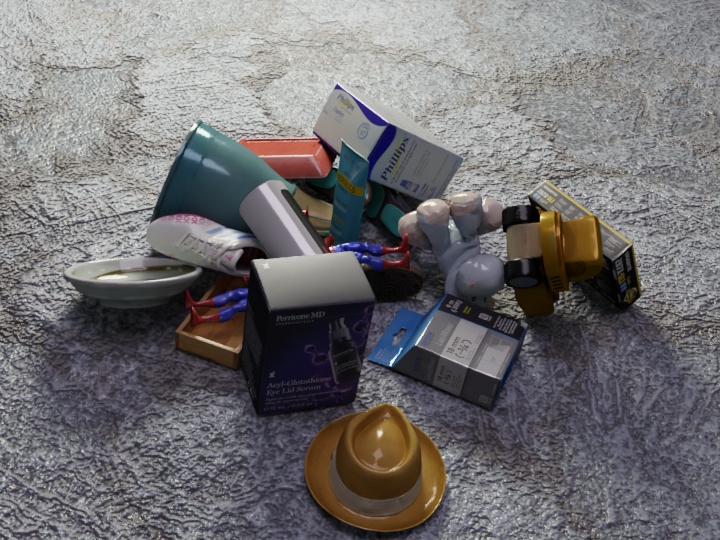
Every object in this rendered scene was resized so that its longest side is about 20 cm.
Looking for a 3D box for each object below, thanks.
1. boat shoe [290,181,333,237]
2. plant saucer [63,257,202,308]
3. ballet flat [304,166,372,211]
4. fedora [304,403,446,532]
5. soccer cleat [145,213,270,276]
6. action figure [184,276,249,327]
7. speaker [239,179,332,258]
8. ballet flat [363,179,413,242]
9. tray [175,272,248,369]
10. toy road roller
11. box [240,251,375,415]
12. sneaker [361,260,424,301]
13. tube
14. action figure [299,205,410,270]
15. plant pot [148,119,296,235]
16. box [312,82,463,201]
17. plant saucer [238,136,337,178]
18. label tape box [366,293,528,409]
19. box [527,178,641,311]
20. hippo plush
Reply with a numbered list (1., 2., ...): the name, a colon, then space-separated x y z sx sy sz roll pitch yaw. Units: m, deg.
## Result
1. boat shoe: -0.115 -0.113 1.692 0.199 0.076 0.072 11 36 1
2. plant saucer: -0.332 0.021 1.462 0.199 0.050 0.200 0 10 0
3. ballet flat: -0.023 -0.139 1.730 0.068 0.068 0.200 36 1 -39
4. fedora: 0.024 0.235 1.270 0.200 0.082 0.201 6 37 -5
5. soccer cleat: -0.218 -0.035 1.475 0.199 0.070 0.086 11 17 -13
6. action figure: -0.154 0.040 1.457 0.199 0.052 0.065 -6 35 -22
7. speaker: -0.094 -0.032 1.451 0.081 0.081 0.200 -21 66 -34
8. ballet flat: 0.054 -0.104 1.735 0.073 0.073 0.200 -12 36 -25
9. tray: -0.186 0.060 1.489 0.098 0.037 0.200 18 37 11
10. toy road roller: 0.301 -0.018 1.532 0.145 0.200 0.123 -5 67 16
11. box: -0.076 0.085 1.344 0.147 0.201 0.104 -6 42 -19
12. sneaker: 0.000 0.000 1.577 0.199 0.071 0.076 0 37 -12
13. tube: -0.019 -0.107 1.604 0.050 0.201 0.077 -21 45 -34
14. action figure: -0.027 -0.046 1.512 0.199 0.099 0.065 -5 39 1
15. plant pot: -0.212 -0.110 1.590 0.187 0.200 0.200 24 37 -6
16. box: 0.047 -0.223 1.769 0.200 0.105 0.184 19 18 -42
17. plant saucer: -0.147 -0.203 1.758 0.199 0.037 0.200 -1 19 6
18. label tape box: 0.130 0.105 1.475 0.199 0.063 0.144 21 38 14
19. box: 0.368 -0.041 1.636 0.049 0.160 0.200 -39 52 -9
20. hippo plush: 0.144 -0.013 1.565 0.159 0.200 0.161 2 63 -28
